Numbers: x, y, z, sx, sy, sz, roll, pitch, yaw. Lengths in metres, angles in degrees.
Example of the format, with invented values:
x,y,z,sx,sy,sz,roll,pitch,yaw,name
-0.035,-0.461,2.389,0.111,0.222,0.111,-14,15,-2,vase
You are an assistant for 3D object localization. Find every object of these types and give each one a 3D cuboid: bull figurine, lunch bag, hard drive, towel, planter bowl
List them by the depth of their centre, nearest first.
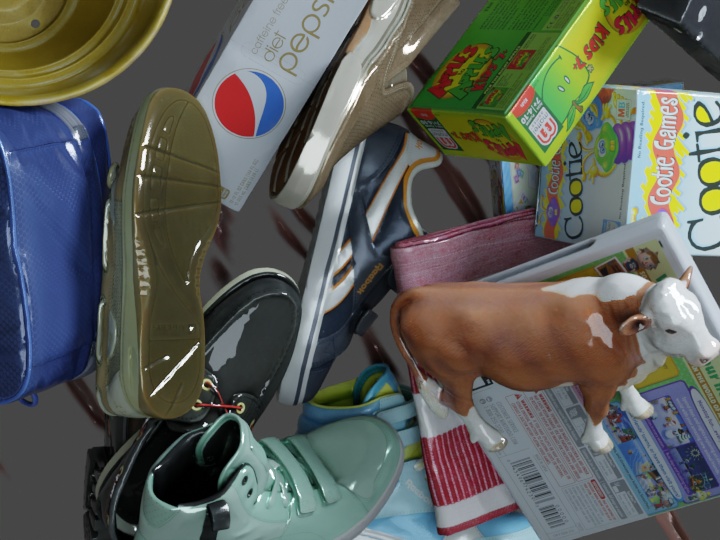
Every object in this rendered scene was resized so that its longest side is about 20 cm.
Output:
x,y,z,sx,sy,sz,roll,pitch,yaw,name
0.117,0.049,1.034,0.200,0.065,0.122,4,127,22,bull figurine
-0.217,-0.192,1.068,0.200,0.083,0.201,2,84,-18,planter bowl
-0.223,-0.009,1.077,0.136,0.132,0.201,3,104,25,lunch bag
0.248,-0.201,1.121,0.038,0.200,0.140,28,96,27,hard drive
0.097,0.063,1.158,0.144,0.023,0.200,-15,103,-26,towel

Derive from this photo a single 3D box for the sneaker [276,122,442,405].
x,y,z,sx,sy,sz,roll,pitch,yaw,name
0.000,0.000,1.157,0.079,0.078,0.200,15,95,-7,sneaker

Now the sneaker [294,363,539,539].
x,y,z,sx,sy,sz,roll,pitch,yaw,name
0.043,0.135,1.190,0.200,0.080,0.131,11,99,-13,sneaker

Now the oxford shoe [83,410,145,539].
x,y,z,sx,sy,sz,roll,pitch,yaw,name
-0.132,0.089,1.156,0.084,0.073,0.200,4,110,-16,oxford shoe

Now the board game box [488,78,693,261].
x,y,z,sx,sy,sz,roll,pitch,yaw,name
0.161,-0.026,1.206,0.134,0.034,0.201,-7,101,-9,board game box

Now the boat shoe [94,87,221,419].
x,y,z,sx,sy,sz,roll,pitch,yaw,name
-0.131,-0.011,1.062,0.073,0.063,0.201,3,86,-49,boat shoe

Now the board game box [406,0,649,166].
x,y,z,sx,sy,sz,roll,pitch,yaw,name
0.127,-0.160,1.109,0.048,0.102,0.200,46,71,-30,board game box

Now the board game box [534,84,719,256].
x,y,z,sx,sy,sz,roll,pitch,yaw,name
0.228,-0.064,1.137,0.200,0.103,0.105,1,97,-27,board game box

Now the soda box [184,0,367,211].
x,y,z,sx,sy,sz,roll,pitch,yaw,name
-0.055,-0.141,1.101,0.064,0.068,0.200,27,111,-14,soda box

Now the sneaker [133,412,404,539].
x,y,z,sx,sy,sz,roll,pitch,yaw,name
-0.047,0.123,1.057,0.200,0.074,0.118,-27,147,-29,sneaker

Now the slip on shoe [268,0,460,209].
x,y,z,sx,sy,sz,roll,pitch,yaw,name
0.005,-0.117,1.110,0.061,0.076,0.200,31,59,-14,slip on shoe

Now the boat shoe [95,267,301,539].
x,y,z,sx,sy,sz,roll,pitch,yaw,name
-0.096,0.092,1.097,0.074,0.063,0.202,31,97,-23,boat shoe

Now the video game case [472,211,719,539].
x,y,z,sx,sy,sz,roll,pitch,yaw,name
0.152,0.075,1.098,0.182,0.022,0.200,-21,114,26,video game case
